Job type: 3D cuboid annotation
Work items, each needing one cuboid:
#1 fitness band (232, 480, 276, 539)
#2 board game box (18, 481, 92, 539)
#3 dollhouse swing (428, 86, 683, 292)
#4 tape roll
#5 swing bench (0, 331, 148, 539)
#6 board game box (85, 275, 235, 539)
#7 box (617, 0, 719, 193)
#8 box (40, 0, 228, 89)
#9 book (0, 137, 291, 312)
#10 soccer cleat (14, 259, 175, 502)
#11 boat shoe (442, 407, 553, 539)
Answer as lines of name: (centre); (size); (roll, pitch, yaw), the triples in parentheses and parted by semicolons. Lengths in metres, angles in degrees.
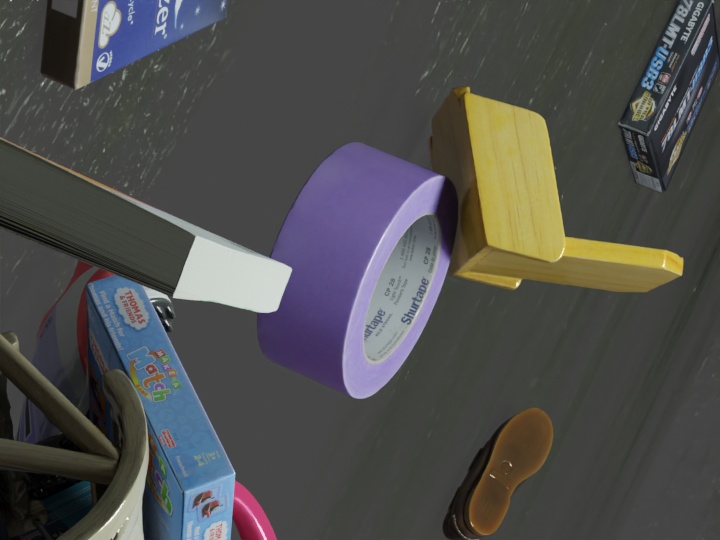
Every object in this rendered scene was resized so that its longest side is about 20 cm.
fitness band: (-0.128, 0.242, 1.479); (0.200, 0.037, 0.144); (-37, 104, -57)
board game box: (-0.226, 0.251, 1.274); (0.151, 0.047, 0.201); (-25, 136, -35)
dollhouse swing: (0.168, -0.066, 1.660); (0.200, 0.175, 0.183); (124, -42, -81)
tape roll: (0.000, 0.000, 1.601); (0.200, 0.085, 0.201); (-51, 154, -37)
swing bench: (-0.194, 0.144, 1.084); (0.130, 0.199, 0.200); (-49, 154, -40)
board game box: (-0.122, 0.120, 1.142); (0.036, 0.152, 0.200); (-18, 147, -19)
box: (0.397, -0.225, 2.436); (0.201, 0.050, 0.199); (-64, 161, -12)
box: (-0.119, -0.197, 1.164); (0.200, 0.032, 0.122); (-39, 146, -54)
book: (-0.148, -0.033, 1.014); (0.048, 0.199, 0.134); (-68, 160, 2)
soccer cleat: (-0.186, 0.070, 1.235); (0.068, 0.073, 0.200); (-9, 139, -46)
boat shoe: (0.162, 0.246, 2.316); (0.200, 0.070, 0.070); (-49, -169, -35)
